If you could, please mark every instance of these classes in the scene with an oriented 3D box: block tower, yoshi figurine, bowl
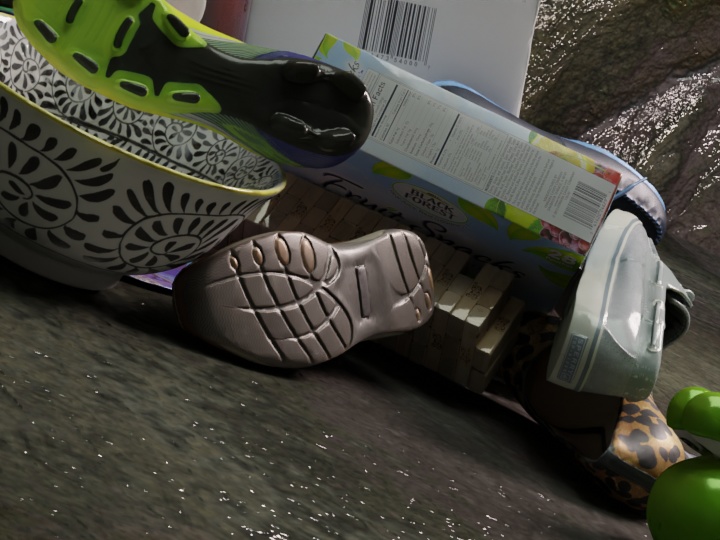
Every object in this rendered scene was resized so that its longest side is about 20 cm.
[{"bbox_3d":[0.000,0.000,1.348,0.200,0.054,0.058,24,46,15],"label":"block tower"},{"bbox_3d":[0.229,0.146,1.194,0.200,0.112,0.112,38,45,-16],"label":"yoshi figurine"},{"bbox_3d":[-0.147,-0.051,1.157,0.200,0.094,0.201,25,13,-6],"label":"bowl"}]

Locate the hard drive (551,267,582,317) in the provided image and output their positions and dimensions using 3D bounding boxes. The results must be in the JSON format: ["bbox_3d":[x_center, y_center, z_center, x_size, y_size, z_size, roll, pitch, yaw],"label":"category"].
[{"bbox_3d":[0.133,-0.002,1.596,0.200,0.038,0.140,55,1,0],"label":"hard drive"}]

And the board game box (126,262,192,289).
[{"bbox_3d":[-0.165,-0.048,1.300,0.158,0.039,0.200,25,8,-4],"label":"board game box"}]

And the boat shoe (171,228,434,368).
[{"bbox_3d":[-0.039,0.016,1.223,0.072,0.076,0.200,-6,-3,37],"label":"boat shoe"}]

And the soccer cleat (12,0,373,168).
[{"bbox_3d":[-0.091,-0.100,1.161,0.200,0.065,0.084,20,-14,-15],"label":"soccer cleat"}]

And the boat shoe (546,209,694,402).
[{"bbox_3d":[0.159,0.026,1.319,0.071,0.070,0.201,22,25,4],"label":"boat shoe"}]

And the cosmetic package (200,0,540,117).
[{"bbox_3d":[-0.003,-0.172,1.565,0.199,0.123,0.200,10,2,-16],"label":"cosmetic package"}]

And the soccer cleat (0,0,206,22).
[{"bbox_3d":[-0.183,-0.184,1.348,0.200,0.069,0.078,8,4,-42],"label":"soccer cleat"}]

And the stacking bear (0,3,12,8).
[{"bbox_3d":[-0.214,-0.214,1.447,0.200,0.122,0.114,2,-3,-16],"label":"stacking bear"}]

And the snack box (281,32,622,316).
[{"bbox_3d":[0.046,-0.048,1.383,0.200,0.068,0.169,25,-21,1],"label":"snack box"}]

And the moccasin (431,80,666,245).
[{"bbox_3d":[0.114,-0.051,1.476,0.200,0.081,0.068,22,36,-16],"label":"moccasin"}]

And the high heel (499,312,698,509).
[{"bbox_3d":[0.123,0.071,1.315,0.200,0.071,0.143,39,10,31],"label":"high heel"}]

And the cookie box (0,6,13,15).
[{"bbox_3d":[-0.213,-0.123,1.406,0.171,0.075,0.200,15,2,25],"label":"cookie box"}]

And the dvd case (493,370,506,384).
[{"bbox_3d":[0.057,0.040,1.514,0.200,0.016,0.149,23,8,-19],"label":"dvd case"}]
